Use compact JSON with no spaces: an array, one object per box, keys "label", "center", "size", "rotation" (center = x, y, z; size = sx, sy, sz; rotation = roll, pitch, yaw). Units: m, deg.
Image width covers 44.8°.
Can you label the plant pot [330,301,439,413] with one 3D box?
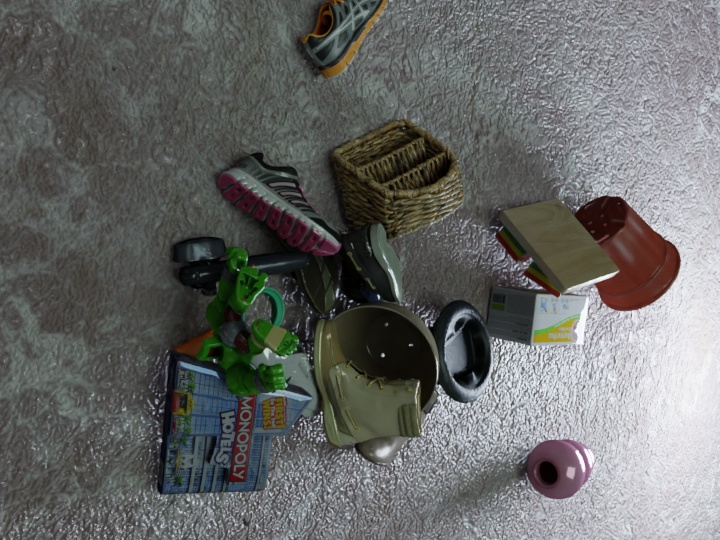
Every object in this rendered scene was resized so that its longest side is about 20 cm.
[{"label":"plant pot","center":[0.040,0.135,1.416],"size":[0.134,0.199,0.202],"rotation":[-42,127,-69]}]

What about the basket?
[{"label":"basket","center":[0.072,-0.154,1.424],"size":[0.199,0.142,0.150],"rotation":[-29,115,-40]}]

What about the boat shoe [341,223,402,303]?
[{"label":"boat shoe","center":[0.022,-0.007,1.344],"size":[0.202,0.060,0.072],"rotation":[64,21,-58]}]

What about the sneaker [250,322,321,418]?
[{"label":"sneaker","center":[-0.103,0.153,1.315],"size":[0.081,0.076,0.200],"rotation":[-47,134,1]}]

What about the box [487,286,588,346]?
[{"label":"box","center":[0.361,0.092,1.768],"size":[0.199,0.112,0.102],"rotation":[4,94,-46]}]

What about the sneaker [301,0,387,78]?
[{"label":"sneaker","center":[-0.022,-0.396,1.351],"size":[0.077,0.078,0.201],"rotation":[38,67,-31]}]

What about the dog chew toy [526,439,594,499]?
[{"label":"dog chew toy","center":[0.444,0.421,1.892],"size":[0.199,0.124,0.126],"rotation":[0,95,-53]}]

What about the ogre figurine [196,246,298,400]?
[{"label":"ogre figurine","center":[-0.156,0.080,1.148],"size":[0.098,0.120,0.201],"rotation":[-26,77,-46]}]

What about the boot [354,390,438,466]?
[{"label":"boot","center":[0.067,0.248,1.464],"size":[0.146,0.070,0.200],"rotation":[-50,170,4]}]

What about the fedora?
[{"label":"fedora","center":[0.157,0.148,1.573],"size":[0.200,0.091,0.202],"rotation":[18,68,-51]}]

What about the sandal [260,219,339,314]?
[{"label":"sandal","center":[-0.099,-0.023,1.338],"size":[0.201,0.054,0.082],"rotation":[55,51,-17]}]

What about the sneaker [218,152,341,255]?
[{"label":"sneaker","center":[-0.103,-0.102,1.264],"size":[0.199,0.074,0.088],"rotation":[34,57,-4]}]

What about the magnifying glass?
[{"label":"magnifying glass","center":[-0.189,0.084,1.277],"size":[0.199,0.022,0.080],"rotation":[-27,114,-39]}]

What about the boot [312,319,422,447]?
[{"label":"boot","center":[0.013,0.165,1.322],"size":[0.073,0.154,0.202],"rotation":[-35,117,-73]}]

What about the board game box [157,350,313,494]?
[{"label":"board game box","center":[-0.172,0.219,1.222],"size":[0.198,0.062,0.202],"rotation":[4,98,-22]}]

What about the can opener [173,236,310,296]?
[{"label":"can opener","center":[-0.163,-0.007,1.234],"size":[0.198,0.063,0.079],"rotation":[-3,103,-26]}]

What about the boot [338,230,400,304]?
[{"label":"boot","center":[0.000,0.000,1.404],"size":[0.200,0.074,0.098],"rotation":[27,73,-55]}]

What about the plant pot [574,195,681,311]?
[{"label":"plant pot","center":[0.563,-0.048,1.913],"size":[0.195,0.200,0.202],"rotation":[42,66,-30]}]

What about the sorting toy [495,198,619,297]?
[{"label":"sorting toy","center":[0.381,-0.036,1.735],"size":[0.199,0.199,0.070],"rotation":[-13,149,-43]}]
